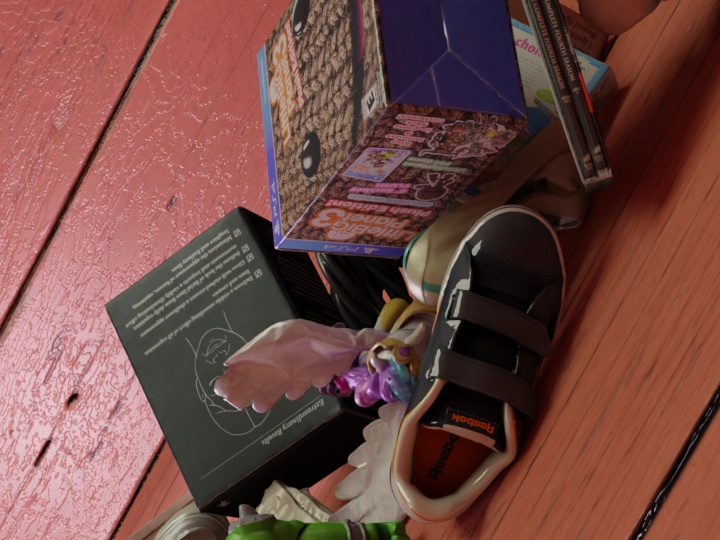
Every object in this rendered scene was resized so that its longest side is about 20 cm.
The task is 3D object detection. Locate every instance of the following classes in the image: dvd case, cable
[{"bbox_3d":[0.116,-0.146,0.982,0.022,0.200,0.146,-17,-1,8],"label":"dvd case"},{"bbox_3d":[0.000,0.000,1.294,0.051,0.200,0.163,-27,-19,5],"label":"cable"}]

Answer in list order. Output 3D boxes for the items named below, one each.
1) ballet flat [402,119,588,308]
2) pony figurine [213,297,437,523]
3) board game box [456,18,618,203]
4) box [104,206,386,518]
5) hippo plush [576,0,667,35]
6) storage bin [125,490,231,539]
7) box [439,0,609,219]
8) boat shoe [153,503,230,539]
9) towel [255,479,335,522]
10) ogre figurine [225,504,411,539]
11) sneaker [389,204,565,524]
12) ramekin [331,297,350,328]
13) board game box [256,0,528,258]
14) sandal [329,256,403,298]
[{"bbox_3d":[0.111,-0.035,1.057,0.200,0.069,0.069,-41,-5,-33],"label":"ballet flat"},{"bbox_3d":[0.018,0.065,1.127,0.193,0.167,0.200,-48,-1,33],"label":"pony figurine"},{"bbox_3d":[0.070,-0.131,1.185,0.135,0.200,0.034,-54,-27,-7],"label":"board game box"},{"bbox_3d":[-0.089,0.077,1.297,0.148,0.200,0.107,-35,-25,14],"label":"box"},{"bbox_3d":[0.175,-0.260,0.966,0.159,0.161,0.200,-31,11,38],"label":"hippo plush"},{"bbox_3d":[-0.185,0.327,1.435,0.199,0.094,0.200,-64,-7,11],"label":"storage bin"},{"bbox_3d":[0.092,-0.124,1.281,0.200,0.128,0.109,-64,8,-13],"label":"box"},{"bbox_3d":[-0.151,0.285,1.268,0.072,0.070,0.201,-121,53,-75],"label":"boat shoe"},{"bbox_3d":[-0.076,0.258,1.176,0.200,0.034,0.133,-56,33,-4],"label":"towel"},{"bbox_3d":[-0.052,0.233,1.013,0.200,0.120,0.098,-62,8,-4],"label":"ogre figurine"},{"bbox_3d":[0.074,0.060,0.959,0.079,0.078,0.200,-96,24,-85],"label":"sneaker"},{"bbox_3d":[-0.074,0.071,1.462,0.200,0.200,0.098,157,133,-78],"label":"ramekin"},{"bbox_3d":[0.014,-0.123,1.061,0.200,0.097,0.160,132,137,-56],"label":"board game box"},{"bbox_3d":[0.052,-0.033,1.432,0.200,0.054,0.080,-44,-29,-26],"label":"sandal"}]
